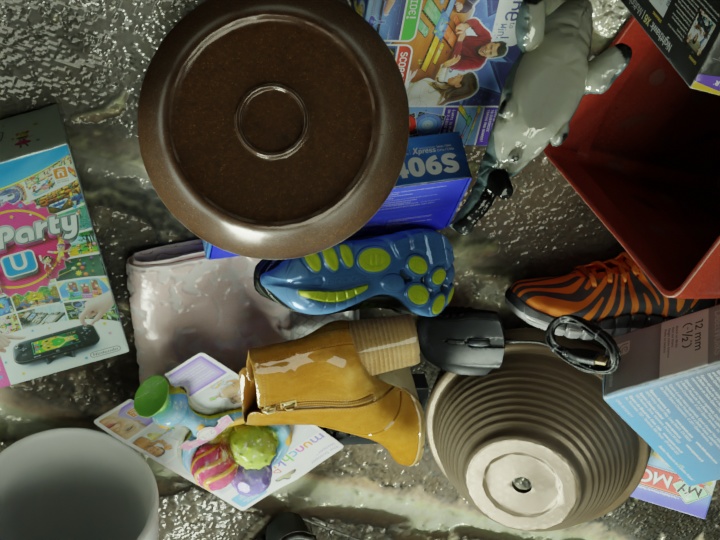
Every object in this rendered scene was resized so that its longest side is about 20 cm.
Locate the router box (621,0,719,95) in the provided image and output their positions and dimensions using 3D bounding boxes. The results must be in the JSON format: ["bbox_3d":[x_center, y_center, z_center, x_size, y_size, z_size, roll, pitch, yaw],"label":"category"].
[{"bbox_3d":[0.249,-0.237,1.194,0.052,0.200,0.158,10,122,-23],"label":"router box"}]

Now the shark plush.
[{"bbox_3d":[0.133,-0.114,1.276,0.090,0.083,0.201,17,89,-10],"label":"shark plush"}]

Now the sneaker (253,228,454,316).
[{"bbox_3d":[0.000,0.000,1.339,0.199,0.082,0.071,-2,96,-43],"label":"sneaker"}]

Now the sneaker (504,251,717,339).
[{"bbox_3d":[0.221,-0.004,1.447,0.199,0.078,0.113,1,117,-26],"label":"sneaker"}]

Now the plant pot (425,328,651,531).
[{"bbox_3d":[0.148,0.157,1.465,0.200,0.093,0.202,8,122,12],"label":"plant pot"}]

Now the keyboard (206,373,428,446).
[{"bbox_3d":[-0.037,0.104,1.424,0.199,0.021,0.128,-1,128,-18],"label":"keyboard"}]

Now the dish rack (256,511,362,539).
[{"bbox_3d":[-0.037,0.310,1.594,0.199,0.055,0.154,26,114,-32],"label":"dish rack"}]

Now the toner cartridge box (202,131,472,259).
[{"bbox_3d":[-0.022,-0.057,1.311,0.199,0.043,0.095,-8,157,-14],"label":"toner cartridge box"}]

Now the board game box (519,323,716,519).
[{"bbox_3d":[0.225,0.134,1.502,0.199,0.029,0.135,15,125,12],"label":"board game box"}]

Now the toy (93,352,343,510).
[{"bbox_3d":[-0.111,0.149,1.397,0.115,0.047,0.200,-33,134,18],"label":"toy"}]

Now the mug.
[{"bbox_3d":[-0.267,0.236,1.421,0.199,0.148,0.176,15,136,7],"label":"mug"}]

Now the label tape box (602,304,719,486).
[{"bbox_3d":[0.315,0.091,1.351,0.199,0.066,0.143,-22,131,32],"label":"label tape box"}]

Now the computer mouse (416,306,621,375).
[{"bbox_3d":[0.123,0.062,1.398,0.034,0.199,0.059,-9,98,-50],"label":"computer mouse"}]

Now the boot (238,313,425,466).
[{"bbox_3d":[-0.024,0.106,1.365,0.143,0.071,0.202,-12,144,-5],"label":"boot"}]

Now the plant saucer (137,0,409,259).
[{"bbox_3d":[-0.063,-0.108,1.222,0.199,0.034,0.201,0,92,-2],"label":"plant saucer"}]

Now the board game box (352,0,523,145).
[{"bbox_3d":[0.060,-0.186,1.274,0.135,0.035,0.201,-1,126,-18],"label":"board game box"}]

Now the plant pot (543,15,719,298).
[{"bbox_3d":[0.301,-0.098,1.333,0.176,0.200,0.200,14,120,-42],"label":"plant pot"}]

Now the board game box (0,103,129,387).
[{"bbox_3d":[-0.270,-0.011,1.276,0.147,0.064,0.201,-16,128,-7],"label":"board game box"}]

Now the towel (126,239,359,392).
[{"bbox_3d":[-0.092,0.057,1.405,0.190,0.032,0.201,-9,127,-12],"label":"towel"}]
